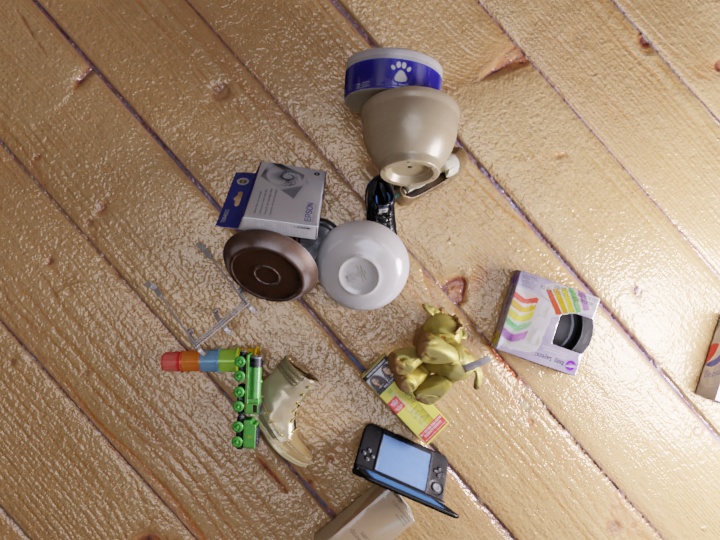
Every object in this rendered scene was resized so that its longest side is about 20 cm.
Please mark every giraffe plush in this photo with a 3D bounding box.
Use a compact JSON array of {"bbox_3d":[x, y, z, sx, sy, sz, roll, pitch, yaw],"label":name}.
[{"bbox_3d":[0.160,0.155,1.085,0.199,0.162,0.173,-15,125,12],"label":"giraffe plush"}]

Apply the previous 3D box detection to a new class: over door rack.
[{"bbox_3d":[-0.329,0.060,1.100,0.148,0.067,0.200,-40,77,-9],"label":"over door rack"}]

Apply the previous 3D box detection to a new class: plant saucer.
[{"bbox_3d":[-0.186,0.001,1.055,0.200,0.200,0.032,17,46,-3],"label":"plant saucer"}]

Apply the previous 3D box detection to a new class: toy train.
[{"bbox_3d":[-0.226,0.261,1.050,0.056,0.042,0.201,3,90,2],"label":"toy train"}]

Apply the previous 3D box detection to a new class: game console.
[{"bbox_3d":[0.097,0.395,1.046,0.199,0.117,0.176,25,42,-3],"label":"game console"}]

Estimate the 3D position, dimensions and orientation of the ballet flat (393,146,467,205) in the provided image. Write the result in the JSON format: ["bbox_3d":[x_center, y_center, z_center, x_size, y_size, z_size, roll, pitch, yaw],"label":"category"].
[{"bbox_3d":[0.157,-0.209,1.136,0.200,0.072,0.068,-30,90,-5],"label":"ballet flat"}]

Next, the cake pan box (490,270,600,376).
[{"bbox_3d":[0.409,0.117,1.152,0.199,0.052,0.185,21,89,-3],"label":"cake pan box"}]

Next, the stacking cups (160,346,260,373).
[{"bbox_3d":[-0.315,0.190,1.104,0.199,0.061,0.061,-1,88,1],"label":"stacking cups"}]

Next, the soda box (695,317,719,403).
[{"bbox_3d":[0.829,0.200,1.168,0.068,0.063,0.201,20,87,-4],"label":"soda box"}]

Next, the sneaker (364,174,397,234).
[{"bbox_3d":[0.043,-0.103,1.105,0.073,0.112,0.201,-8,88,-3],"label":"sneaker"}]

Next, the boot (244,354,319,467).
[{"bbox_3d":[-0.137,0.295,1.096,0.155,0.073,0.200,-44,85,0],"label":"boot"}]

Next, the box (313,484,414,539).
[{"bbox_3d":[0.006,0.541,1.093,0.200,0.078,0.095,-40,90,-5],"label":"box"}]

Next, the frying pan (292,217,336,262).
[{"bbox_3d":[-0.069,-0.031,1.139,0.115,0.031,0.190,-41,88,-3],"label":"frying pan"}]

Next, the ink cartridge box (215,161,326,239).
[{"bbox_3d":[-0.177,-0.151,1.068,0.199,0.041,0.200,6,44,-4],"label":"ink cartridge box"}]

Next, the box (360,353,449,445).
[{"bbox_3d":[0.094,0.276,1.123,0.075,0.050,0.200,-42,91,-5],"label":"box"}]

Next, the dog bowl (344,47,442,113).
[{"bbox_3d":[0.066,-0.377,1.074,0.199,0.200,0.079,5,89,-4],"label":"dog bowl"}]

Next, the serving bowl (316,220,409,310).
[{"bbox_3d":[0.000,0.000,1.081,0.199,0.066,0.201,3,112,7],"label":"serving bowl"}]

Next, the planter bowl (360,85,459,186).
[{"bbox_3d":[0.097,-0.251,1.043,0.199,0.200,0.135,3,75,-4],"label":"planter bowl"}]
